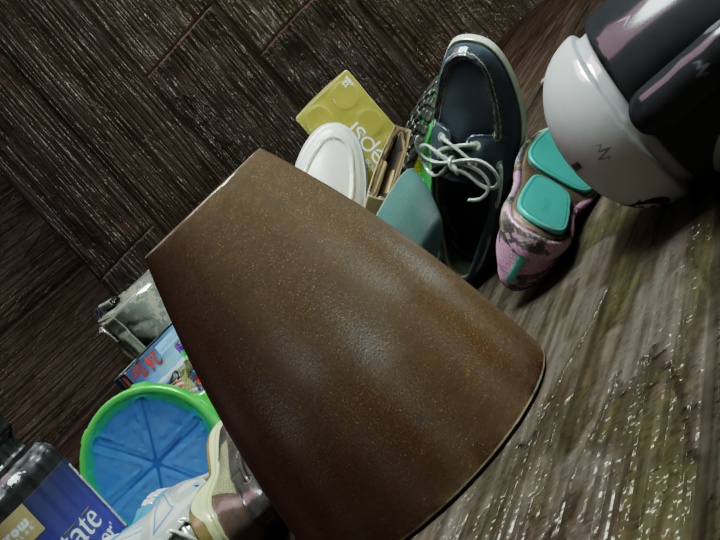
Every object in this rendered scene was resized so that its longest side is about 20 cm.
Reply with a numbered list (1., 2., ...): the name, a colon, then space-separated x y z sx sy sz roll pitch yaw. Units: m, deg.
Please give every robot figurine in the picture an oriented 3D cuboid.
1. robot figurine: 0.202 -0.124 0.650 0.199 0.149 0.126 -39 50 23

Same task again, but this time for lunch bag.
1. lunch bag: -0.177 0.072 1.232 0.139 0.200 0.168 -37 8 38

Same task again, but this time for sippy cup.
1. sippy cup: -0.170 0.164 1.007 0.175 0.142 0.130 -7 0 5

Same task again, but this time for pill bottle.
1. pill bottle: -0.250 0.208 0.863 0.112 0.200 0.112 -41 8 7

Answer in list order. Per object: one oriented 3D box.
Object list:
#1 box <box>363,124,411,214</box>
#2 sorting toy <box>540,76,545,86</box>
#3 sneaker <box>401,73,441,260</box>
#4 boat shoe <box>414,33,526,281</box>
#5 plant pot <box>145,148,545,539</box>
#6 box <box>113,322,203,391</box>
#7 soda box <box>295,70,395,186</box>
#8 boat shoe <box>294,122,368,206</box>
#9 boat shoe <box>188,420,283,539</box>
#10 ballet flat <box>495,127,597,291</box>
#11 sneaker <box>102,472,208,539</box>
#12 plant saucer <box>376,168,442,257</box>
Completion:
1. box: 0.000 0.000 0.908 0.164 0.021 0.203 -73 -2 -64
2. sorting toy: 0.279 -0.222 0.960 0.200 0.070 0.199 -45 8 -12
3. sneaker: 0.077 -0.087 0.980 0.078 0.084 0.203 175 109 -74
4. boat shoe: 0.082 -0.081 0.864 0.062 0.074 0.202 -47 -33 -42
5. plant pot: -0.026 0.035 0.652 0.187 0.200 0.187 -42 7 7
6. box: -0.138 0.093 1.150 0.200 0.137 0.038 -48 10 -33
7. soda box: 0.027 -0.089 1.044 0.068 0.200 0.064 -41 5 2
8. boat shoe: -0.035 -0.039 0.954 0.070 0.070 0.203 108 176 -74
9. boat shoe: -0.073 0.149 0.807 0.064 0.074 0.200 -32 15 8
10. ballet flat: 0.134 -0.048 0.824 0.072 0.069 0.200 -61 -3 34
11. sneaker: -0.136 0.198 0.829 0.086 0.075 0.200 -34 10 16
12. plant saucer: 0.020 0.026 0.827 0.200 0.035 0.203 21 -91 -79
